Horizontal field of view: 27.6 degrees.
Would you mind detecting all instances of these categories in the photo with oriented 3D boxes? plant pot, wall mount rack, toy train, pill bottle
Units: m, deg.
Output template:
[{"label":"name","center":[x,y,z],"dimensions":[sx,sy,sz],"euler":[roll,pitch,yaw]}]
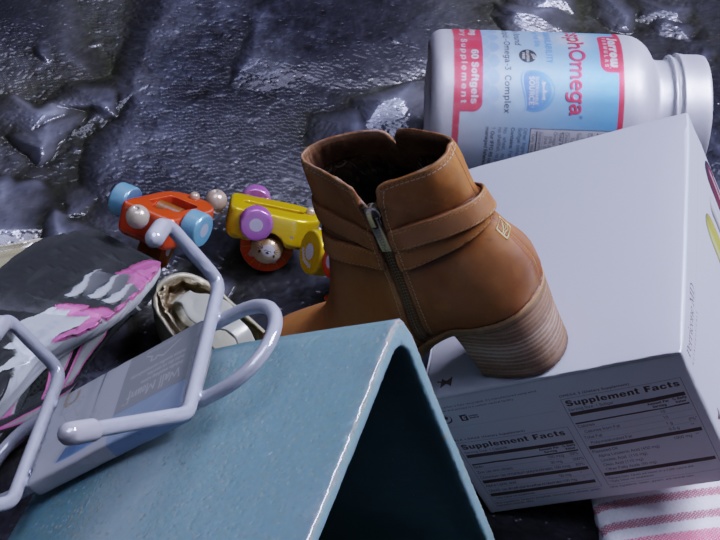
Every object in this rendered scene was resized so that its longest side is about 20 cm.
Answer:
[{"label":"plant pot","center":[-0.067,0.158,0.736],"dimensions":[0.199,0.197,0.196],"euler":[-1,42,26]},{"label":"wall mount rack","center":[-0.137,0.064,0.688],"dimensions":[0.200,0.075,0.174],"euler":[-29,28,24]},{"label":"toy train","center":[-0.060,-0.007,0.958],"dimensions":[0.199,0.056,0.150],"euler":[20,18,17]},{"label":"pill bottle","center":[0.147,-0.118,1.062],"dimensions":[0.199,0.109,0.109],"euler":[1,46,-1]}]

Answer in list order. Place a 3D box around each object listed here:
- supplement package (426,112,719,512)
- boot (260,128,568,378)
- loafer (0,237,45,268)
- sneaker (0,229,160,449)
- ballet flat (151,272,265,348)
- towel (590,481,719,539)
[{"label":"supplement package","center":[0.139,0.024,0.883],"dimensions":[0.155,0.111,0.200],"euler":[-13,41,26]},{"label":"boot","center":[0.000,0.000,0.790],"dimensions":[0.199,0.155,0.077],"euler":[-2,47,36]},{"label":"loafer","center":[-0.273,0.017,0.938],"dimensions":[0.199,0.076,0.068],"euler":[-19,55,-18]},{"label":"sneaker","center":[-0.205,0.056,0.894],"dimensions":[0.080,0.087,0.200],"euler":[35,56,22]},{"label":"ballet flat","center":[-0.063,0.068,0.905],"dimensions":[0.069,0.070,0.200],"euler":[-32,55,-29]},{"label":"towel","center":[0.209,0.145,0.870],"dimensions":[0.146,0.030,0.200],"euler":[-5,44,-7]}]
